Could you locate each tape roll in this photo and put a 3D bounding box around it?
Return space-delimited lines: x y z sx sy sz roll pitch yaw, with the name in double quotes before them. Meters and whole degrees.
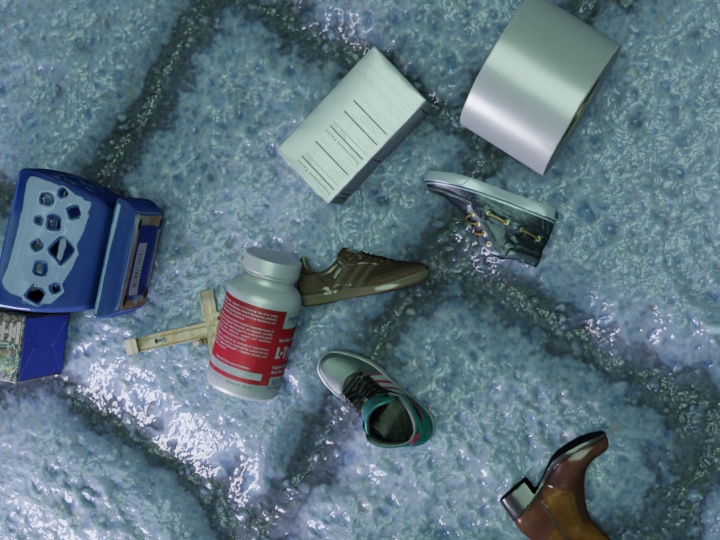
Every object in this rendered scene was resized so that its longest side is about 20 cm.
"tape roll" 0.242 -0.251 1.655 0.138 0.203 0.204 32 96 8

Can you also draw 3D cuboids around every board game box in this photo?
"board game box" -0.561 0.098 1.829 0.197 0.159 0.099 9 91 10

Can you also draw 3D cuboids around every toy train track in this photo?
"toy train track" -0.264 0.097 1.838 0.197 0.033 0.117 -12 89 11

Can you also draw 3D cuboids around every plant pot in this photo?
"plant pot" -0.400 -0.031 1.783 0.177 0.200 0.203 13 92 4

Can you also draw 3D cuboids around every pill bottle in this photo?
"pill bottle" -0.148 0.075 1.764 0.111 0.112 0.203 17 102 10

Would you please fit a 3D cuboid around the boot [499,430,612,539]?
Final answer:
"boot" 0.323 0.349 1.716 0.188 0.068 0.201 -41 85 8

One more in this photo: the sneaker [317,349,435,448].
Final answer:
"sneaker" 0.013 0.187 1.743 0.199 0.121 0.084 33 96 8

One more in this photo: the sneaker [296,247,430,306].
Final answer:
"sneaker" 0.000 0.000 1.769 0.197 0.070 0.077 -11 88 10

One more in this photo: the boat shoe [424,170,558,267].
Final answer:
"boat shoe" 0.174 -0.074 1.734 0.198 0.071 0.092 19 90 7

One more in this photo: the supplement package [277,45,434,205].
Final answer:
"supplement package" -0.006 -0.202 1.745 0.110 0.114 0.200 45 97 5
